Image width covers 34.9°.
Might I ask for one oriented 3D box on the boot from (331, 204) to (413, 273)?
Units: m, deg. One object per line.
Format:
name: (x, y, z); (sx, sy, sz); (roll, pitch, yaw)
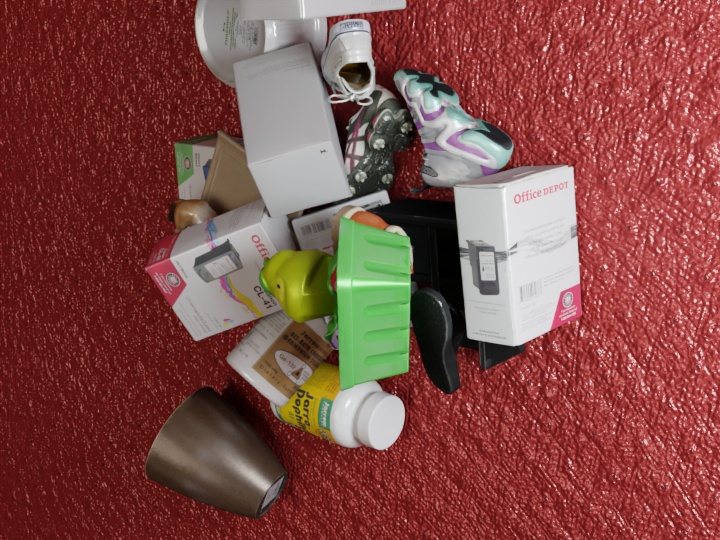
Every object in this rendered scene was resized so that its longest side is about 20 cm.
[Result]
boot: (0.027, 0.015, 1.543); (0.107, 0.075, 0.200); (17, 132, 38)

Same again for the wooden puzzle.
wooden puzzle: (-0.165, -0.089, 1.723); (0.185, 0.037, 0.200); (37, 129, 25)

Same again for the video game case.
video game case: (0.000, 0.000, 1.642); (0.143, 0.018, 0.200); (-18, 100, 5)

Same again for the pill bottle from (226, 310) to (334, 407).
pill bottle: (-0.095, 0.095, 1.712); (0.114, 0.114, 0.200); (38, 84, 29)

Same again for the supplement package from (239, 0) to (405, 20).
supplement package: (-0.051, -0.396, 1.500); (0.120, 0.200, 0.122); (9, 109, 41)

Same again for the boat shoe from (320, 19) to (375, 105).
boat shoe: (-0.009, -0.260, 1.544); (0.202, 0.074, 0.086); (117, 146, -77)

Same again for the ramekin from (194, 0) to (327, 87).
ramekin: (-0.155, -0.360, 1.689); (0.200, 0.105, 0.201); (15, 113, 40)

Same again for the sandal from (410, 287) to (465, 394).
sandal: (0.107, 0.083, 1.501); (0.075, 0.048, 0.201); (40, 156, 34)

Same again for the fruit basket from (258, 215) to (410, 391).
fruit basket: (-0.036, 0.037, 1.465); (0.156, 0.215, 0.216); (-88, 23, -48)

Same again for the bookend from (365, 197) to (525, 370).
bookend: (0.115, 0.012, 1.560); (0.200, 0.092, 0.199); (10, 111, 43)

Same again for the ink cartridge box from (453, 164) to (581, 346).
ink cartridge box: (0.199, -0.024, 1.430); (0.083, 0.145, 0.200); (7, 108, 45)

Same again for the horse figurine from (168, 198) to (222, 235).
horse figurine: (-0.231, -0.058, 1.736); (0.200, 0.050, 0.133); (29, 132, 27)

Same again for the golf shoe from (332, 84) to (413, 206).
golf shoe: (0.011, -0.168, 1.630); (0.200, 0.077, 0.088); (-60, 42, 35)

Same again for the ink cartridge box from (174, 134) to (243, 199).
ink cartridge box: (-0.195, -0.131, 1.813); (0.200, 0.087, 0.146); (12, 111, 37)

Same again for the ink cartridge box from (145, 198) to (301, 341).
ink cartridge box: (-0.186, -0.001, 1.660); (0.200, 0.086, 0.148); (-20, 117, 22)

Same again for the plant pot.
plant pot: (-0.230, 0.329, 1.953); (0.200, 0.187, 0.187); (31, 124, 16)

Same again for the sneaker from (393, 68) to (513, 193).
sneaker: (0.095, -0.166, 1.524); (0.200, 0.078, 0.140); (46, 123, 24)

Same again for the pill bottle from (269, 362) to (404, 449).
pill bottle: (-0.034, 0.206, 1.751); (0.200, 0.113, 0.113); (15, 113, 40)

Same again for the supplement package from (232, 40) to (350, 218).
supplement package: (-0.098, -0.197, 1.593); (0.121, 0.120, 0.200); (70, -174, -53)
